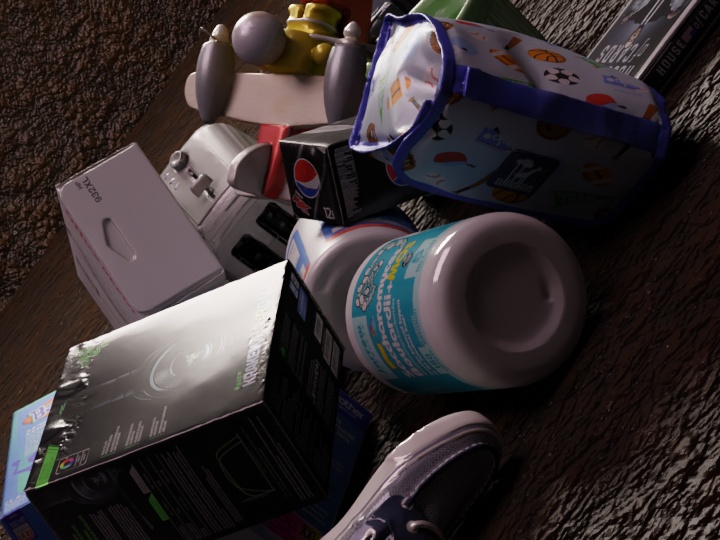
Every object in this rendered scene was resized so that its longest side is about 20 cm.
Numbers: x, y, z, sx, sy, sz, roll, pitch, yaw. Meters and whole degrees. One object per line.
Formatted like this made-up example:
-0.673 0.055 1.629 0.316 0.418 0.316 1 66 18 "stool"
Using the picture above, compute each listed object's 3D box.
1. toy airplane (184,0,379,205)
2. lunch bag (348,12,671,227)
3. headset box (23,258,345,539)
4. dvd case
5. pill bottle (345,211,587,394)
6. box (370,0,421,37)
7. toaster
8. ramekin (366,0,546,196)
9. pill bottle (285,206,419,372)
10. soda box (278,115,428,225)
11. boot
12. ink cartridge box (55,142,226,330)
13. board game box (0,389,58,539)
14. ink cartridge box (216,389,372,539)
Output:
-0.063 -0.153 1.724 0.200 0.141 0.199 -32 41 17 "toy airplane"
0.099 -0.102 1.406 0.200 0.170 0.124 -167 91 -74 "lunch bag"
-0.123 0.105 1.435 0.200 0.093 0.174 -22 29 18 "headset box"
0.223 -0.182 1.551 0.200 0.025 0.150 -52 14 -5 "dvd case"
0.059 0.026 1.368 0.111 0.111 0.200 -56 14 -17 "pill bottle"
0.014 -0.206 2.096 0.148 0.104 0.200 -47 15 14 "box"
-0.085 -0.036 1.861 0.114 0.200 0.129 -49 32 4 "toaster"
0.074 -0.160 1.811 0.200 0.098 0.200 -47 15 17 "ramekin"
0.000 0.000 1.613 0.112 0.112 0.200 -49 14 7 "pill bottle"
0.039 -0.095 1.597 0.200 0.063 0.071 -20 18 -33 "soda box"
0.026 0.176 1.220 0.200 0.073 0.090 -45 40 -6 "boot"
-0.185 0.001 1.802 0.084 0.145 0.200 -32 -17 -13 "ink cartridge box"
-0.205 0.134 1.639 0.152 0.045 0.200 -28 21 5 "board game box"
-0.072 0.160 1.521 0.136 0.076 0.200 -40 16 38 "ink cartridge box"
